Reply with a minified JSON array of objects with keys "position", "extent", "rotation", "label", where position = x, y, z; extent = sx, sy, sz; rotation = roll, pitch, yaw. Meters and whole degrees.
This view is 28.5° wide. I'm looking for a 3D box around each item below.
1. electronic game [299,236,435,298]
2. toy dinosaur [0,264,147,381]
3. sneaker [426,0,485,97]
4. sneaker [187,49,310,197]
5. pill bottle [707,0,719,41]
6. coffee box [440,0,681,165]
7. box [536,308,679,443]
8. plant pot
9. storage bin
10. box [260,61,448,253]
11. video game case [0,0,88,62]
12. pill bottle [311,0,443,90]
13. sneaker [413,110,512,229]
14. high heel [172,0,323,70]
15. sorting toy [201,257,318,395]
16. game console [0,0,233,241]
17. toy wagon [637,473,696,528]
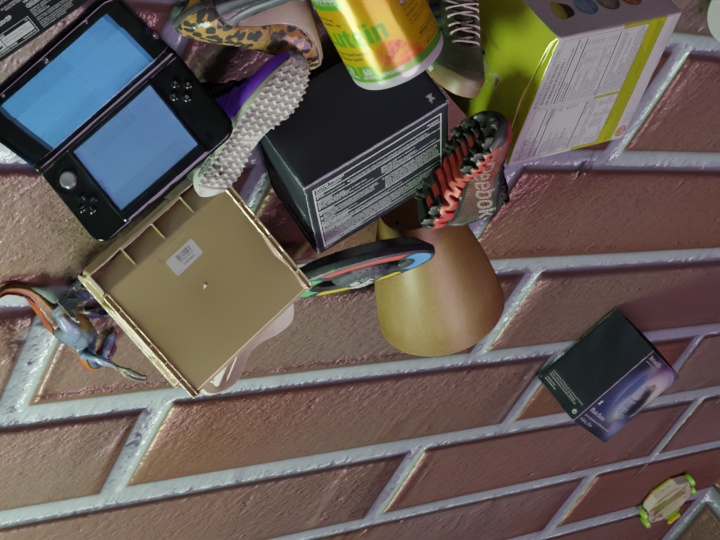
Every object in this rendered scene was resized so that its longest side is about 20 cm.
[{"position":[0.000,0.000,1.832],"extent":[0.200,0.042,0.200],"rotation":[-15,172,-2],"label":"electronic game"},{"position":[-0.351,0.065,1.763],"extent":[0.200,0.105,0.182],"rotation":[15,145,-9],"label":"toy dinosaur"},{"position":[0.102,-0.286,1.607],"extent":[0.067,0.200,0.090],"rotation":[8,127,-23],"label":"sneaker"},{"position":[-0.144,-0.184,1.576],"extent":[0.200,0.100,0.070],"rotation":[-48,153,23],"label":"sneaker"},{"position":[0.594,-0.366,2.059],"extent":[0.200,0.112,0.112],"rotation":[-4,136,-40],"label":"pill bottle"},{"position":[0.225,-0.280,1.722],"extent":[0.198,0.200,0.200],"rotation":[-16,144,-30],"label":"coffee box"},{"position":[0.469,0.200,2.668],"extent":[0.198,0.123,0.200],"rotation":[-43,148,8],"label":"box"},{"position":[0.092,-0.014,1.988],"extent":[0.186,0.186,0.200],"rotation":[-30,132,-11],"label":"plant pot"},{"position":[-0.197,0.010,1.680],"extent":[0.200,0.094,0.199],"rotation":[-43,112,-11],"label":"storage bin"},{"position":[-0.006,-0.151,1.696],"extent":[0.200,0.123,0.198],"rotation":[-32,161,-9],"label":"box"},{"position":[-0.314,-0.302,1.330],"extent":[0.200,0.026,0.181],"rotation":[-35,149,-1],"label":"video game case"},{"position":[0.001,-0.303,1.512],"extent":[0.111,0.111,0.200],"rotation":[-34,124,-5],"label":"pill bottle"},{"position":[0.141,-0.117,1.675],"extent":[0.098,0.071,0.201],"rotation":[3,146,-22],"label":"sneaker"},{"position":[-0.120,-0.259,1.566],"extent":[0.142,0.072,0.200],"rotation":[-15,161,5],"label":"high heel"},{"position":[-0.139,0.044,1.895],"extent":[0.180,0.107,0.200],"rotation":[-16,143,-43],"label":"sorting toy"},{"position":[-0.265,-0.154,1.492],"extent":[0.200,0.171,0.118],"rotation":[-40,175,6],"label":"game console"},{"position":[0.763,0.579,3.530],"extent":[0.155,0.040,0.200],"rotation":[-35,149,-3],"label":"toy wagon"}]
